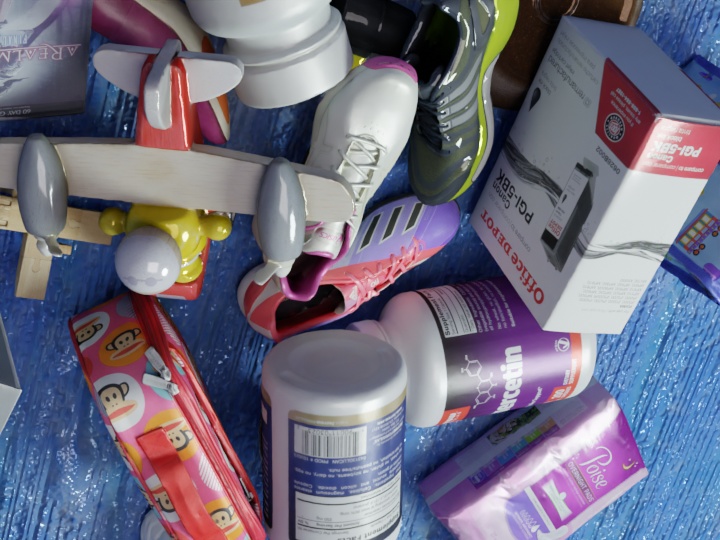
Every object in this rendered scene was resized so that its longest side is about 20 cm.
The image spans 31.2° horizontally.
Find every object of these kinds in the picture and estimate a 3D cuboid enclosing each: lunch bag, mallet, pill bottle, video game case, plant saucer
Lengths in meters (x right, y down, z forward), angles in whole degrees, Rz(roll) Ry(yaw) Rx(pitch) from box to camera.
[{"bbox_3d":[0.294,-0.068,1.050,0.150,0.200,0.094,-42,123,2],"label":"lunch bag"},{"bbox_3d":[-0.013,-0.117,0.995,0.065,0.041,0.202,7,115,-22],"label":"mallet"},{"bbox_3d":[-0.072,-0.219,0.870,0.113,0.114,0.202,-24,122,-10],"label":"pill bottle"},{"bbox_3d":[0.090,0.067,1.080,0.197,0.113,0.114,-10,118,-19],"label":"pill bottle"},{"bbox_3d":[-0.239,-0.171,0.811,0.141,0.019,0.201,-9,142,-23],"label":"video game case"},{"bbox_3d":[-0.021,0.158,0.994,0.110,0.111,0.203,-8,116,-19],"label":"pill bottle"},{"bbox_3d":[-0.144,0.126,0.970,0.081,0.176,0.202,-26,123,-7],"label":"lunch bag"},{"bbox_3d":[0.149,-0.218,1.014,0.198,0.037,0.203,-9,118,-18],"label":"plant saucer"}]

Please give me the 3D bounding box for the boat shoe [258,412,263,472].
[{"bbox_3d":[-0.044,0.196,1.109,0.071,0.072,0.202,-16,117,-16],"label":"boat shoe"}]

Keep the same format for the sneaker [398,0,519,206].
[{"bbox_3d":[0.058,-0.137,0.969,0.081,0.073,0.202,-27,135,-41],"label":"sneaker"}]

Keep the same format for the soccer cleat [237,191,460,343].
[{"bbox_3d":[0.000,0.000,1.032,0.198,0.073,0.069,-25,122,-10],"label":"soccer cleat"}]

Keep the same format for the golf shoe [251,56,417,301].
[{"bbox_3d":[-0.012,-0.061,0.938,0.075,0.092,0.201,16,127,-23],"label":"golf shoe"}]

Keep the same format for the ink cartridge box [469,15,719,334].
[{"bbox_3d":[0.180,-0.072,1.005,0.082,0.147,0.202,2,127,-29],"label":"ink cartridge box"}]

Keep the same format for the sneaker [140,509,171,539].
[{"bbox_3d":[-0.145,0.300,1.099,0.077,0.099,0.202,-14,119,-16],"label":"sneaker"}]

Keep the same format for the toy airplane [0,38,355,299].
[{"bbox_3d":[-0.131,-0.053,0.867,0.199,0.142,0.199,-24,133,36],"label":"toy airplane"}]

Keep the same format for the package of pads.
[{"bbox_3d":[0.163,0.194,1.196,0.199,0.076,0.121,-35,126,-4],"label":"package of pads"}]

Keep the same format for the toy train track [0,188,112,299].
[{"bbox_3d":[-0.267,-0.045,0.908,0.198,0.032,0.116,9,94,-42],"label":"toy train track"}]

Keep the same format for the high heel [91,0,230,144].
[{"bbox_3d":[-0.163,-0.163,0.904,0.095,0.068,0.201,-17,123,11],"label":"high heel"}]

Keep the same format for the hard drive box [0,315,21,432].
[{"bbox_3d":[-0.307,0.086,0.867,0.076,0.200,0.157,22,105,-30],"label":"hard drive box"}]
